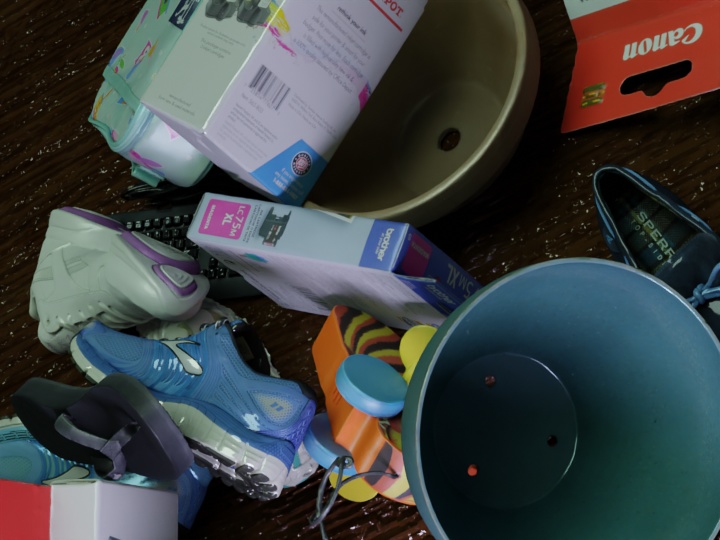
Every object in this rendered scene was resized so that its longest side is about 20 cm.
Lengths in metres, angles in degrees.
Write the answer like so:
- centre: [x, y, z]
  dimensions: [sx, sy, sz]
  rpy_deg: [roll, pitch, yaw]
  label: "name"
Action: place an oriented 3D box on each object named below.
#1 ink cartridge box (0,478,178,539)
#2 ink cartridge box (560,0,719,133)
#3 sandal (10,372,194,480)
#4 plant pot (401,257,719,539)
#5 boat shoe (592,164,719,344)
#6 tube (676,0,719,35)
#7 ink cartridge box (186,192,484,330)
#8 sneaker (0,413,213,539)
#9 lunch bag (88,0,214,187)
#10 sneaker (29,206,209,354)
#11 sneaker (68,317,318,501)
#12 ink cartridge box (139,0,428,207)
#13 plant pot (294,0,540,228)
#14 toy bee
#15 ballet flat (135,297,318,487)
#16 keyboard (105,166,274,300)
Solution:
- centre: [-0.178, 0.229, 1.609]
  dimensions: [0.044, 0.176, 0.202]
  rpy_deg: [-6, 79, 30]
  label: "ink cartridge box"
- centre: [0.187, -0.201, 1.684]
  dimensions: [0.159, 0.047, 0.201]
  rpy_deg: [-14, 56, 46]
  label: "ink cartridge box"
- centre: [-0.166, 0.107, 1.645]
  dimensions: [0.043, 0.076, 0.200]
  rpy_deg: [-44, 19, -25]
  label: "sandal"
- centre: [0.107, 0.096, 1.536]
  dimensions: [0.201, 0.199, 0.135]
  rpy_deg: [-62, 13, -10]
  label: "plant pot"
- centre: [0.195, 0.012, 1.578]
  dimensions: [0.084, 0.069, 0.200]
  rpy_deg: [-48, 50, 3]
  label: "boat shoe"
- centre: [0.268, -0.218, 1.671]
  dimensions: [0.077, 0.050, 0.201]
  rpy_deg: [24, 85, 48]
  label: "tube"
- centre: [0.000, 0.000, 1.679]
  dimensions: [0.199, 0.119, 0.042]
  rpy_deg: [12, 74, 37]
  label: "ink cartridge box"
- centre: [-0.190, 0.148, 1.755]
  dimensions: [0.199, 0.078, 0.091]
  rpy_deg: [-4, 67, 32]
  label: "sneaker"
- centre: [-0.121, -0.140, 1.803]
  dimensions: [0.161, 0.077, 0.200]
  rpy_deg: [-57, 15, 3]
  label: "lunch bag"
- centre: [-0.166, 0.020, 1.768]
  dimensions: [0.200, 0.075, 0.100]
  rpy_deg: [20, 87, 61]
  label: "sneaker"
- centre: [-0.103, 0.073, 1.665]
  dimensions: [0.199, 0.079, 0.089]
  rpy_deg: [24, 69, 37]
  label: "sneaker"
- centre: [-0.038, -0.156, 1.670]
  dimensions: [0.068, 0.115, 0.201]
  rpy_deg: [28, 82, 39]
  label: "ink cartridge box"
- centre: [0.040, -0.104, 1.726]
  dimensions: [0.200, 0.093, 0.202]
  rpy_deg: [-16, 57, 27]
  label: "plant pot"
- centre: [0.019, 0.110, 1.634]
  dimensions: [0.131, 0.108, 0.201]
  rpy_deg: [-51, 22, 48]
  label: "toy bee"
- centre: [-0.087, 0.063, 1.737]
  dimensions: [0.072, 0.072, 0.200]
  rpy_deg: [-48, 51, 2]
  label: "ballet flat"
- centre: [-0.144, -0.027, 1.841]
  dimensions: [0.199, 0.040, 0.105]
  rpy_deg: [-6, 63, 30]
  label: "keyboard"
